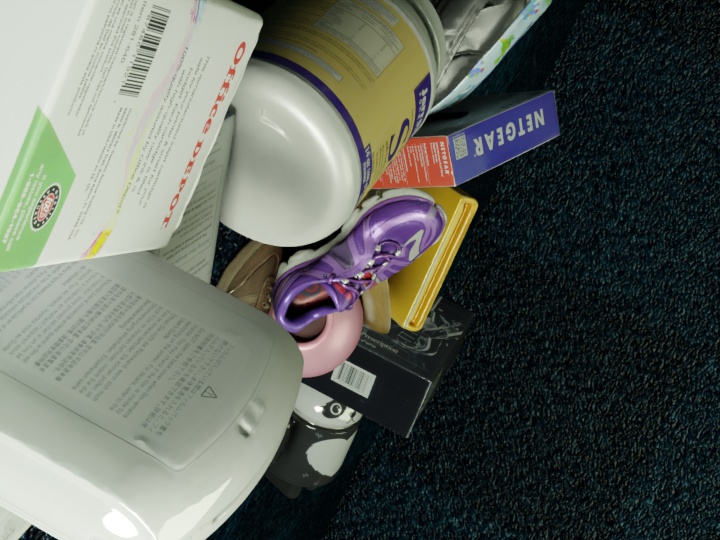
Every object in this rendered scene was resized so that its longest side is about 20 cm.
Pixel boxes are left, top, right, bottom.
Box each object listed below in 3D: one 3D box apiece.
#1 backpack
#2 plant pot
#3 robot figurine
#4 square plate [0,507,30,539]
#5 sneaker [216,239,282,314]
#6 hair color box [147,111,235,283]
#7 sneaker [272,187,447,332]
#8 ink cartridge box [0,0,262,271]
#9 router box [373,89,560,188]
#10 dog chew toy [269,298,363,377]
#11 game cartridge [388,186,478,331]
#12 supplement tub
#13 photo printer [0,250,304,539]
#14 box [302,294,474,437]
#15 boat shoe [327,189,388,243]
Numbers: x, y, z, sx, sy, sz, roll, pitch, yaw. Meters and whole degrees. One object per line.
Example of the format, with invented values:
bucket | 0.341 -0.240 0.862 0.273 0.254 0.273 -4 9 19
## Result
backpack | 0.078 -0.239 1.111 0.200 0.163 0.154 -55 174 5
plant pot | -0.006 -0.025 1.281 0.200 0.027 0.201 167 -90 -81
robot figurine | -0.068 0.223 1.629 0.150 0.124 0.200 -85 -164 -64
square plate | -0.245 0.141 0.777 0.200 0.028 0.199 -52 165 -48
sneaker | -0.114 0.058 1.104 0.200 0.075 0.070 -59 169 -23
hair color box | -0.141 -0.005 0.756 0.099 0.060 0.201 -44 149 -61
sneaker | 0.000 0.000 1.114 0.200 0.081 0.084 -35 -153 20
ink cartridge box | -0.139 -0.086 0.567 0.145 0.084 0.200 -65 170 10
router box | 0.074 -0.131 1.166 0.200 0.179 0.049 -28 113 -47
dog chew toy | -0.058 0.054 1.279 0.125 0.124 0.200 -63 178 -3
game cartridge | 0.050 -0.047 1.436 0.200 0.032 0.177 44 -66 53
supplement tub | -0.031 -0.127 0.847 0.200 0.145 0.146 -53 166 -44
photo printer | -0.138 0.059 0.614 0.166 0.200 0.070 -54 166 -47
box | 0.022 0.093 1.546 0.182 0.200 0.104 -50 163 -55
boat shoe | -0.001 -0.050 1.426 0.073 0.067 0.200 29 93 -37
